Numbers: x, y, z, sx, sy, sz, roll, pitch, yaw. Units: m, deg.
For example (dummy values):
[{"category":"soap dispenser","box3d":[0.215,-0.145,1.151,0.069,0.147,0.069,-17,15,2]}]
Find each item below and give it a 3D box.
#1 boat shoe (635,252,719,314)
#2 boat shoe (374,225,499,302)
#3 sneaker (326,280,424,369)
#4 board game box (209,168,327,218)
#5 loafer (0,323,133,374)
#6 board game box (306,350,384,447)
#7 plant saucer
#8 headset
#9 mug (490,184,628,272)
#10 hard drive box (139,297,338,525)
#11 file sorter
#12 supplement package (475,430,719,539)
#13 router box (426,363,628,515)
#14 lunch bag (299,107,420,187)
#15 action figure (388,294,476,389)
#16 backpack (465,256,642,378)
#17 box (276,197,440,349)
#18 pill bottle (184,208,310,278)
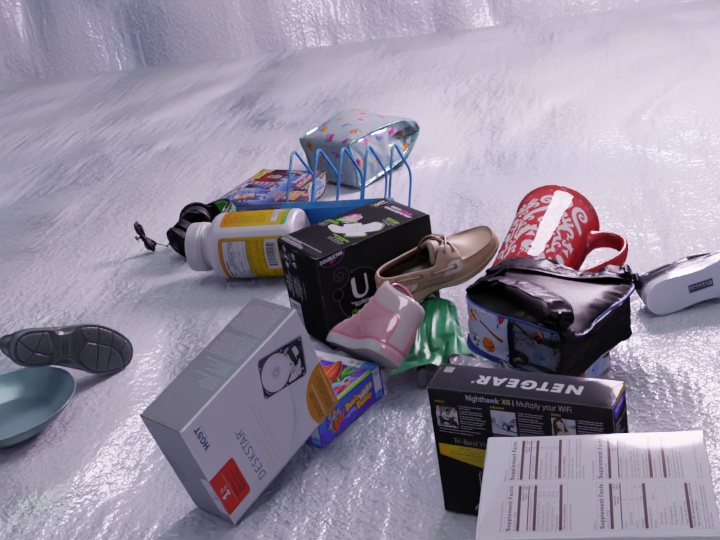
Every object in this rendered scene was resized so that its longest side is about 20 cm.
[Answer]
[{"category":"boat shoe","box3d":[0.480,0.006,1.513,0.198,0.072,0.068,-18,26,-1]},{"category":"boat shoe","box3d":[0.111,-0.015,1.539,0.199,0.065,0.071,-30,44,-15]},{"category":"sneaker","box3d":[0.025,0.071,1.444,0.106,0.075,0.200,-63,18,-12]},{"category":"board game box","box3d":[-0.150,-0.128,2.058,0.198,0.062,0.200,6,28,30]},{"category":"loafer","box3d":[-0.423,0.107,1.561,0.062,0.073,0.199,7,-1,44]},{"category":"board game box","box3d":[-0.088,0.157,1.424,0.198,0.045,0.134,9,30,36]},{"category":"plant saucer","box3d":[-0.487,0.198,1.497,0.198,0.039,0.201,-8,23,4]},{"category":"headset","box3d":[-0.318,-0.083,1.971,0.198,0.094,0.124,-23,24,27]},{"category":"mug","box3d":[0.279,-0.028,1.572,0.176,0.134,0.200,-20,19,35]},{"category":"hard drive box","box3d":[-0.133,0.159,1.244,0.076,0.157,0.200,14,50,40]},{"category":"file sorter","box3d":[-0.018,-0.137,1.876,0.197,0.124,0.139,-1,-20,18]},{"category":"supplement package","box3d":[0.213,0.250,0.967,0.197,0.154,0.151,-4,25,13]},{"category":"router box","box3d":[0.175,0.185,1.121,0.198,0.159,0.052,4,27,27]},{"category":"lunch bag","box3d":[0.004,-0.262,2.222,0.169,0.123,0.199,15,39,45]},{"category":"action figure","box3d":[0.100,0.087,1.492,0.117,0.055,0.201,-9,28,8]},{"category":"backpack","box3d":[0.230,0.064,1.373,0.189,0.156,0.199,23,32,35]},{"category":"box","box3d":[0.000,0.000,1.606,0.198,0.150,0.124,-22,27,-26]},{"category":"pill bottle","box3d":[-0.188,-0.044,1.823,0.197,0.112,0.111,-2,25,17]}]
